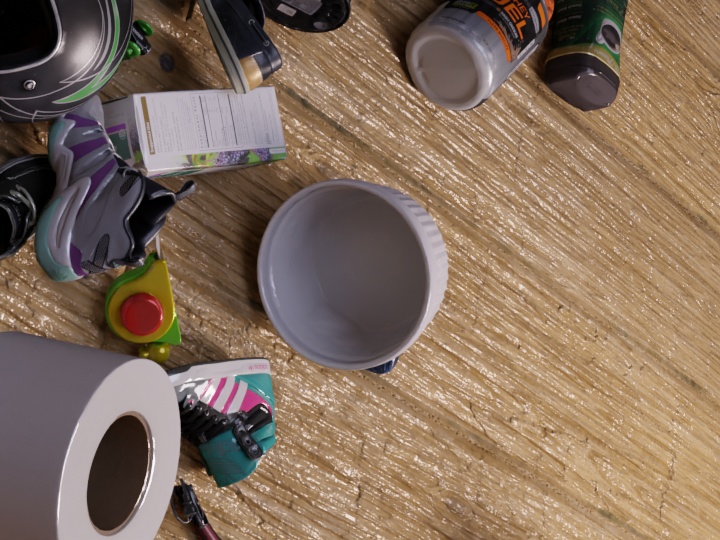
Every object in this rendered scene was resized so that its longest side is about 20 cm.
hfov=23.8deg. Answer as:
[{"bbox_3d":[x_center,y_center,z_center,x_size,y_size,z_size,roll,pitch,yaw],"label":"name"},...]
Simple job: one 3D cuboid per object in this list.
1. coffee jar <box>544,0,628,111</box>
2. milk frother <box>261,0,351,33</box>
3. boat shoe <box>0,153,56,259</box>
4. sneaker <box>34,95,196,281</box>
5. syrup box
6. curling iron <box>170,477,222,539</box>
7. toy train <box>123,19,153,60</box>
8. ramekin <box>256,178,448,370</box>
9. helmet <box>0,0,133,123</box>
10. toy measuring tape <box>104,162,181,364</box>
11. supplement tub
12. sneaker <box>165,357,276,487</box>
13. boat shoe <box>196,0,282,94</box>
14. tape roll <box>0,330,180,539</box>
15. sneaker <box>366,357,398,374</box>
[{"bbox_3d":[0.303,-0.318,2.288,0.104,0.085,0.201,31,60,-43],"label":"coffee jar"},{"bbox_3d":[-0.039,-0.394,1.851,0.180,0.199,0.189,33,59,-34],"label":"milk frother"},{"bbox_3d":[-0.327,-0.045,1.565,0.200,0.063,0.071,-50,118,-42],"label":"boat shoe"},{"bbox_3d":[-0.218,-0.085,1.584,0.078,0.139,0.201,58,30,-62],"label":"sneaker"},{"bbox_3d":[-0.175,-0.139,1.739,0.199,0.078,0.082,-11,91,-48],"label":"syrup box"},{"bbox_3d":[-0.142,0.295,1.723,0.050,0.025,0.201,-97,162,-67],"label":"curling iron"},{"bbox_3d":[-0.280,-0.280,1.670,0.200,0.056,0.042,47,55,-31],"label":"toy train"},{"bbox_3d":[0.000,0.000,1.818,0.105,0.199,0.201,-18,95,-66],"label":"ramekin"},{"bbox_3d":[-0.300,-0.230,1.543,0.199,0.199,0.192,-5,113,-47],"label":"helmet"},{"bbox_3d":[-0.221,-0.001,1.655,0.073,0.073,0.201,-29,117,-46],"label":"toy measuring tape"},{"bbox_3d":[0.151,-0.291,2.091,0.200,0.122,0.123,-47,116,-42],"label":"supplement tub"},{"bbox_3d":[-0.155,0.157,1.705,0.199,0.083,0.122,-4,76,-49],"label":"sneaker"},{"bbox_3d":[-0.131,-0.264,1.768,0.075,0.062,0.201,71,-5,-53],"label":"boat shoe"},{"bbox_3d":[-0.264,0.162,1.486,0.202,0.138,0.204,11,90,-67],"label":"tape roll"},{"bbox_3d":[0.018,0.014,1.923,0.085,0.077,0.201,-15,94,-52],"label":"sneaker"}]
